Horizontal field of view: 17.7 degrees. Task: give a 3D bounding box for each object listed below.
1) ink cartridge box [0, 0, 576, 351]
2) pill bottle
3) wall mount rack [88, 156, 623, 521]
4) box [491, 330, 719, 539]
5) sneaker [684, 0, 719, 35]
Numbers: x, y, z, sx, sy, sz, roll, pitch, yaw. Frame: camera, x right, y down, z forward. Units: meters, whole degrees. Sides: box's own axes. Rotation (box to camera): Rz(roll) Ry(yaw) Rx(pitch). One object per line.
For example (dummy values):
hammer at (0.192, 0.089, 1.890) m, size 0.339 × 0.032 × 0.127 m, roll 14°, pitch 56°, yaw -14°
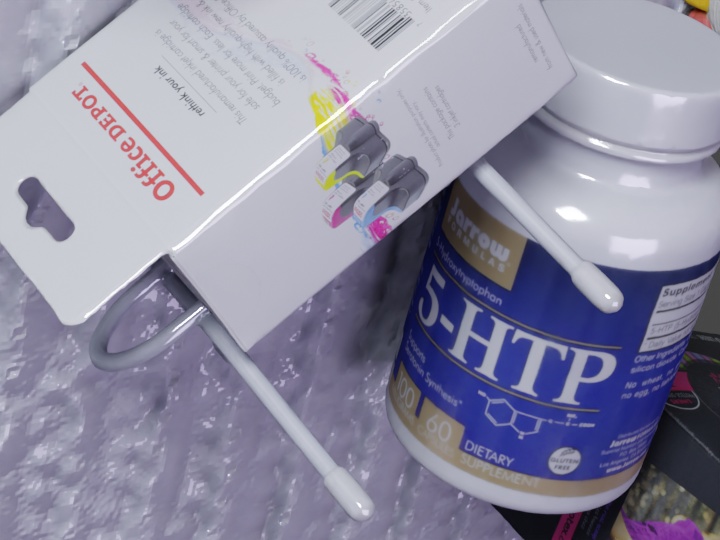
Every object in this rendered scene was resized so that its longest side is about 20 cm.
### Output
ink cartridge box at (-0.038, -0.055, 0.843) m, size 0.200 × 0.115 × 0.068 m, roll -39°, pitch 138°, yaw -5°
pill bottle at (0.089, -0.009, 0.979) m, size 0.119 × 0.120 × 0.201 m, roll -8°, pitch 127°, yaw -34°
wall mount rack at (0.000, 0.000, 0.875) m, size 0.200 × 0.174 × 0.075 m, roll -40°, pitch 116°, yaw -4°
box at (0.170, 0.121, 1.091) m, size 0.122 × 0.200 × 0.106 m, roll 7°, pitch 119°, yaw -42°
sneaker at (0.205, -0.169, 0.969) m, size 0.078 × 0.082 × 0.201 m, roll -11°, pitch 129°, yaw -32°
